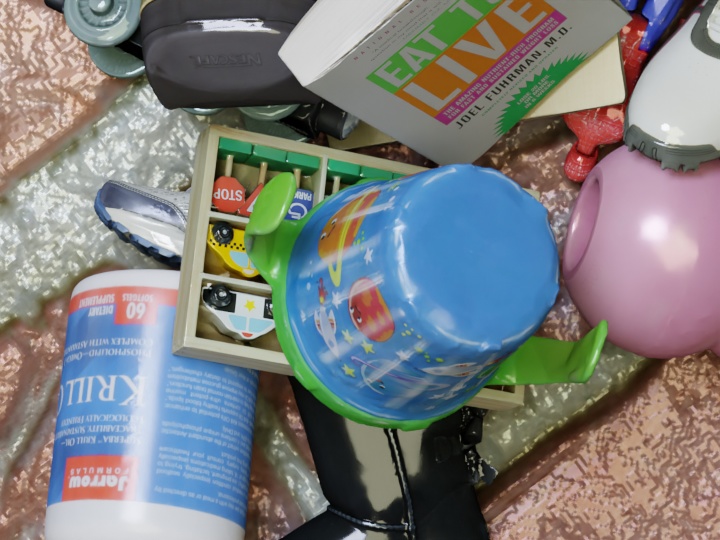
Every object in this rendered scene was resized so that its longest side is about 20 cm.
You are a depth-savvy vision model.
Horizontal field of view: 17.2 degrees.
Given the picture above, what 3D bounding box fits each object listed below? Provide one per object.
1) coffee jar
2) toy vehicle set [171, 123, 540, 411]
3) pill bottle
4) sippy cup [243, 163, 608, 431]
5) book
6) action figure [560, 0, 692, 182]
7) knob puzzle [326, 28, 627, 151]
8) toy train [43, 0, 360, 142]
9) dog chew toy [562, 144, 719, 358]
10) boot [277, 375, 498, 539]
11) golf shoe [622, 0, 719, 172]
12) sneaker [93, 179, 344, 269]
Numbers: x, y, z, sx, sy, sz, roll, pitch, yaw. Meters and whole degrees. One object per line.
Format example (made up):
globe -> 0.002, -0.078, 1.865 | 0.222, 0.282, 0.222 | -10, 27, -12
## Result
coffee jar -> -0.062, -0.181, 1.259 | 0.104, 0.085, 0.201 | -1, 66, 9
toy vehicle set -> 0.000, 0.000, 1.308 | 0.199, 0.026, 0.125 | 10, 74, -19
pill bottle -> -0.115, 0.109, 1.311 | 0.111, 0.112, 0.201 | 4, 73, 0
sippy cup -> 0.037, 0.006, 1.235 | 0.177, 0.130, 0.141 | -12, 83, -24
book -> 0.052, -0.125, 1.236 | 0.134, 0.200, 0.048 | -43, 66, 12
action figure -> 0.158, -0.144, 1.354 | 0.065, 0.052, 0.201 | 22, 97, 4
knob puzzle -> 0.053, -0.179, 1.355 | 0.218, 0.030, 0.221 | 0, 90, 17
toy train -> -0.077, -0.147, 1.334 | 0.199, 0.085, 0.114 | 25, 80, 13
dog chew toy -> 0.217, -0.001, 1.331 | 0.199, 0.125, 0.125 | 14, 93, -8
boot -> -0.014, 0.121, 1.359 | 0.197, 0.073, 0.164 | -12, 95, -6
golf shoe -> 0.208, -0.137, 1.297 | 0.077, 0.088, 0.200 | 28, 58, 27
sneaker -> -0.051, -0.032, 1.358 | 0.199, 0.077, 0.086 | 13, 84, -8
